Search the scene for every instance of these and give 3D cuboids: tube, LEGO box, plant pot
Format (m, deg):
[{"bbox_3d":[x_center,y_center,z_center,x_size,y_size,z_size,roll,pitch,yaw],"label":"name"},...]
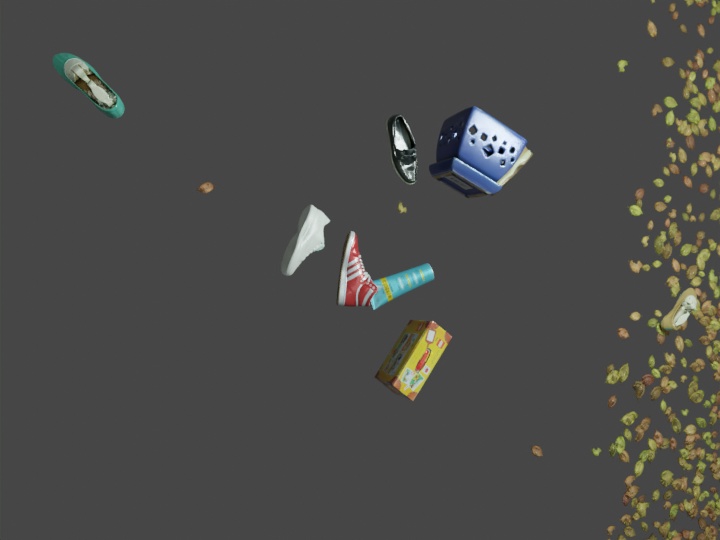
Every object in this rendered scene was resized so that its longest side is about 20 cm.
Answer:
[{"bbox_3d":[0.111,0.038,1.628,0.197,0.050,0.079,-22,85,-12],"label":"tube"},{"bbox_3d":[0.141,0.239,1.572,0.077,0.149,0.202,37,77,-13],"label":"LEGO box"},{"bbox_3d":[0.319,-0.322,1.636,0.198,0.200,0.182,27,86,-16],"label":"plant pot"}]

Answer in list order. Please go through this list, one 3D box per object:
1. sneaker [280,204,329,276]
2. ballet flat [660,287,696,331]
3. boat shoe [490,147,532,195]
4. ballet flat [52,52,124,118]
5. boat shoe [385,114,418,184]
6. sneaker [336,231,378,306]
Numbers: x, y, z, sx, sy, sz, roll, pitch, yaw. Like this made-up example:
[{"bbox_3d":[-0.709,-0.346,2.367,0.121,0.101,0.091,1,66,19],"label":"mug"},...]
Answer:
[{"bbox_3d":[-0.140,-0.068,1.533,0.088,0.075,0.203,30,77,-27],"label":"sneaker"},{"bbox_3d":[1.101,0.137,1.952,0.200,0.063,0.069,-45,102,-16],"label":"ballet flat"},{"bbox_3d":[0.438,-0.312,1.748,0.076,0.072,0.200,43,68,2],"label":"boat shoe"},{"bbox_3d":[-0.648,-0.451,1.370,0.200,0.070,0.068,44,76,-12],"label":"ballet flat"},{"bbox_3d":[0.127,-0.348,1.634,0.073,0.066,0.203,-12,92,-19],"label":"boat shoe"},{"bbox_3d":[0.000,0.000,1.566,0.110,0.071,0.204,8,93,-5],"label":"sneaker"}]
